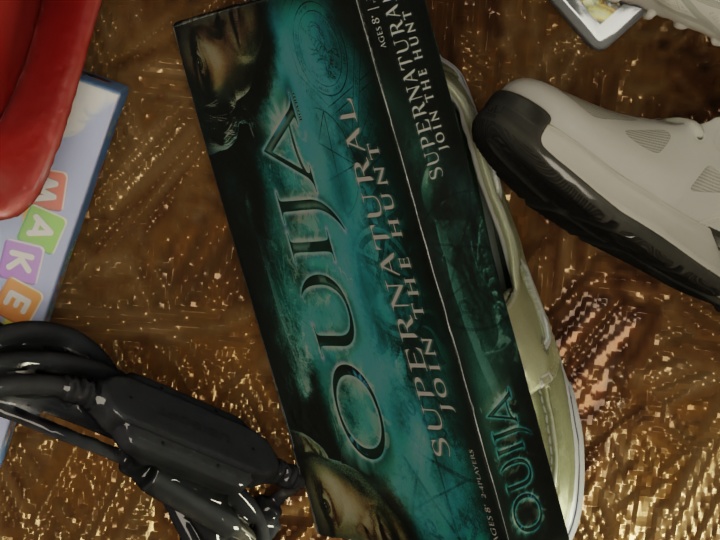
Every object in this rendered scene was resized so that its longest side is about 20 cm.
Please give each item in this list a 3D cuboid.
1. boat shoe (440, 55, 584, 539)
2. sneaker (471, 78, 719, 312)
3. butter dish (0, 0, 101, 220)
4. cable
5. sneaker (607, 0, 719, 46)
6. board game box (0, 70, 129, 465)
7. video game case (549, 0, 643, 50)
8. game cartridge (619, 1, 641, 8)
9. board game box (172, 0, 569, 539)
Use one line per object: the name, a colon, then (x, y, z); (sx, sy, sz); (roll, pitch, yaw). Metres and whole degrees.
boat shoe: (0.033, 0.019, 0.829); (0.072, 0.062, 0.200); (-17, 98, 2)
sneaker: (0.138, -0.046, 0.809); (0.200, 0.076, 0.115); (27, 89, -27)
butter dish: (-0.176, -0.140, 0.741); (0.199, 0.148, 0.200); (15, 76, -5)
cable: (-0.129, 0.097, 0.823); (0.200, 0.051, 0.163); (23, 113, -30)
sneaker: (0.102, -0.113, 0.757); (0.200, 0.075, 0.081); (44, 109, -5)
board game box: (-0.203, -0.028, 0.832); (0.200, 0.037, 0.151); (19, 97, -4)
video game case: (0.088, -0.212, 0.817); (0.182, 0.023, 0.200); (-41, 97, 5)
game cartridge: (0.069, -0.166, 0.795); (0.200, 0.041, 0.133); (13, 94, -3)
board game box: (0.000, 0.000, 0.792); (0.028, 0.135, 0.200); (-20, 98, -29)
